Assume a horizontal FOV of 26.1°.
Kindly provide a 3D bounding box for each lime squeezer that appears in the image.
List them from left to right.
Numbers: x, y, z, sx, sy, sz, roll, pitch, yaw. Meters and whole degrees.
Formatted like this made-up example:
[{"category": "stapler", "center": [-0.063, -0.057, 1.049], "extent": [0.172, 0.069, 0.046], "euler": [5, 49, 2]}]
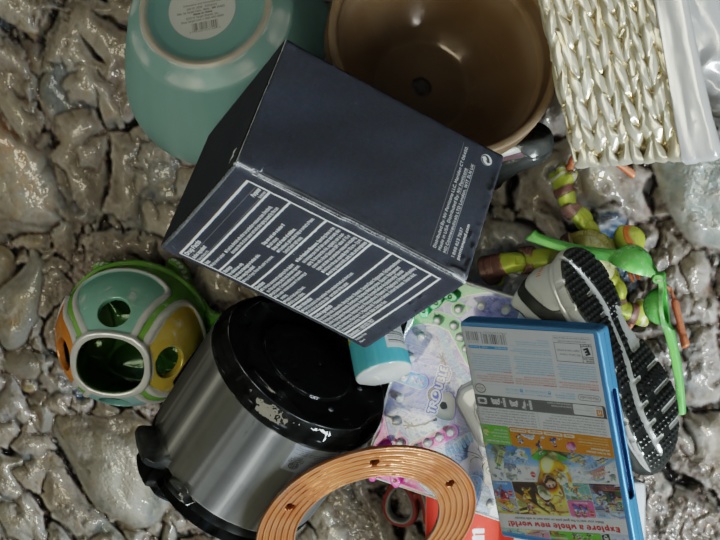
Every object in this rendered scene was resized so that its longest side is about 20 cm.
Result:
[{"category": "lime squeezer", "center": [0.230, 0.026, 1.305], "extent": [0.071, 0.038, 0.200], "euler": [-41, 87, 3]}]

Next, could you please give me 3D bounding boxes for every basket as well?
[{"category": "basket", "center": [0.222, -0.188, 1.249], "extent": [0.122, 0.136, 0.202], "euler": [-9, 104, 25]}]

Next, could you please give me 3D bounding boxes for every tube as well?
[{"category": "tube", "center": [0.000, 0.000, 1.375], "extent": [0.050, 0.078, 0.202], "euler": [-16, 66, 7]}]

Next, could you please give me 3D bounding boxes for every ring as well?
[{"category": "ring", "center": [0.005, 0.218, 1.352], "extent": [0.198, 0.019, 0.202], "euler": [-9, 132, -10]}]

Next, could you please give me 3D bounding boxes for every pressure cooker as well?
[{"category": "pressure cooker", "center": [-0.095, 0.145, 1.383], "extent": [0.175, 0.179, 0.201], "euler": [36, 121, 2]}]

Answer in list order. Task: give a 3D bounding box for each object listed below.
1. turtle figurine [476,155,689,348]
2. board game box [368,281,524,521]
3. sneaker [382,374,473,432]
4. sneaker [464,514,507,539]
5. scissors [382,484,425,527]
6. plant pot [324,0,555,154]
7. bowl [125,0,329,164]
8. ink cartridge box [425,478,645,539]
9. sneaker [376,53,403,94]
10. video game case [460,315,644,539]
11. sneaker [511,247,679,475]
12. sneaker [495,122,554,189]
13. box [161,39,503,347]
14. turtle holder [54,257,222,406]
[{"category": "turtle figurine", "center": [0.192, 0.004, 1.365], "extent": [0.160, 0.064, 0.201], "euler": [-26, 98, 26]}, {"category": "board game box", "center": [0.120, 0.124, 1.368], "extent": [0.198, 0.026, 0.202], "euler": [18, 105, 6]}, {"category": "sneaker", "center": [0.070, 0.100, 1.435], "extent": [0.198, 0.076, 0.076], "euler": [20, 112, 11]}, {"category": "sneaker", "center": [0.118, 0.272, 1.476], "extent": [0.078, 0.090, 0.202], "euler": [5, 90, -6]}, {"category": "scissors", "center": [0.039, 0.163, 1.508], "extent": [0.073, 0.014, 0.202], "euler": [-7, 104, 25]}, {"category": "plant pot", "center": [0.061, -0.172, 1.314], "extent": [0.201, 0.201, 0.093], "euler": [41, 157, 3]}, {"category": "bowl", "center": [-0.120, -0.201, 1.333], "extent": [0.199, 0.105, 0.203], "euler": [-3, 70, 7]}, {"category": "ink cartridge box", "center": [0.160, 0.270, 1.411], "extent": [0.198, 0.047, 0.162], "euler": [0, 91, -8]}, {"category": "sneaker", "center": [-0.055, -0.151, 1.403], "extent": [0.198, 0.080, 0.079], "euler": [-9, 62, 7]}, {"category": "video game case", "center": [0.160, 0.138, 1.297], "extent": [0.142, 0.018, 0.202], "euler": [2, 110, 43]}, {"category": "sneaker", "center": [0.198, 0.080, 1.299], "extent": [0.080, 0.073, 0.201], "euler": [-26, 90, 46]}, {"category": "sneaker", "center": [0.095, -0.061, 1.383], "extent": [0.199, 0.076, 0.116], "euler": [-10, 110, 34]}, {"category": "box", "center": [-0.026, -0.055, 1.228], "extent": [0.197, 0.124, 0.200], "euler": [26, 154, -15]}, {"category": "turtle holder", "center": [-0.207, 0.074, 1.497], "extent": [0.184, 0.132, 0.142], "euler": [28, 110, -3]}]
